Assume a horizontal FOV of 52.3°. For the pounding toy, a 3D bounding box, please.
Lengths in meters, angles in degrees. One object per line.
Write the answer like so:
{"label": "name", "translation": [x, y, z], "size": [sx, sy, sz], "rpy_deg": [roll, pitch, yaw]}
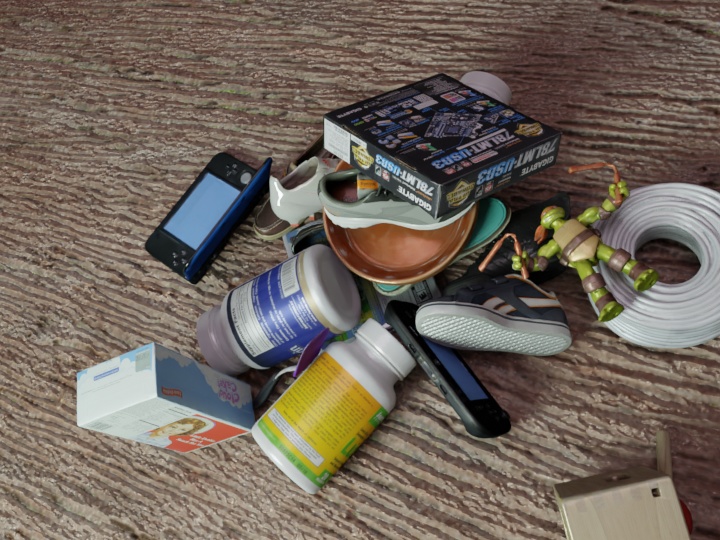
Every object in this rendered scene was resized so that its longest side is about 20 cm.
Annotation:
{"label": "pounding toy", "translation": [0.278, 0.266, 0.725], "size": [0.141, 0.200, 0.186], "rpy_deg": [-15, 76, 9]}

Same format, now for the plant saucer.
{"label": "plant saucer", "translation": [0.050, -0.080, 0.915], "size": [0.198, 0.032, 0.203], "rpy_deg": [-5, 75, 19]}

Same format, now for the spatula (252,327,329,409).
{"label": "spatula", "translation": [-0.091, 0.128, 0.908], "size": [0.021, 0.200, 0.056], "rpy_deg": [48, 45, 2]}

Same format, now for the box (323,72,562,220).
{"label": "box", "translation": [0.091, -0.151, 0.842], "size": [0.199, 0.050, 0.198], "rpy_deg": [-27, 48, -31]}

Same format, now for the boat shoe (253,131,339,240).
{"label": "boat shoe", "translation": [-0.089, -0.134, 1.072], "size": [0.200, 0.072, 0.072], "rpy_deg": [-45, 61, -6]}

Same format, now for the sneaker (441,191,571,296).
{"label": "sneaker", "translation": [0.189, -0.025, 0.948], "size": [0.198, 0.060, 0.105], "rpy_deg": [-21, 55, 7]}

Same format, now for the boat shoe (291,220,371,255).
{"label": "boat shoe", "translation": [0.002, -0.044, 0.973], "size": [0.198, 0.057, 0.069], "rpy_deg": [-10, 106, 18]}

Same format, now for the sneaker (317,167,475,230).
{"label": "sneaker", "translation": [0.042, -0.090, 0.861], "size": [0.198, 0.079, 0.075], "rpy_deg": [-4, 73, 17]}

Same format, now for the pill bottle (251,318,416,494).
{"label": "pill bottle", "translation": [-0.027, 0.159, 0.892], "size": [0.200, 0.111, 0.111], "rpy_deg": [-46, 61, -8]}

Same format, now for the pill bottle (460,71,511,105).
{"label": "pill bottle", "translation": [0.136, -0.167, 1.000], "size": [0.108, 0.109, 0.201], "rpy_deg": [18, 72, 23]}

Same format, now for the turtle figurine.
{"label": "turtle figurine", "translation": [0.250, -0.018, 0.851], "size": [0.199, 0.064, 0.162], "rpy_deg": [-37, 61, 2]}

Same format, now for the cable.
{"label": "cable", "translation": [0.368, -0.009, 0.876], "size": [0.198, 0.069, 0.202], "rpy_deg": [6, 67, 19]}

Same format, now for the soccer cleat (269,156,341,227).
{"label": "soccer cleat", "translation": [-0.034, -0.130, 1.022], "size": [0.199, 0.078, 0.069], "rpy_deg": [-26, 35, -19]}

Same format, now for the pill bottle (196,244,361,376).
{"label": "pill bottle", "translation": [-0.108, 0.058, 0.946], "size": [0.199, 0.115, 0.117], "rpy_deg": [-26, 59, 22]}

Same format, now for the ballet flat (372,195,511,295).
{"label": "ballet flat", "translation": [0.101, -0.034, 0.939], "size": [0.199, 0.062, 0.068], "rpy_deg": [-30, 79, 12]}

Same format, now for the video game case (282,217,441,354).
{"label": "video game case", "translation": [0.000, 0.000, 1.012], "size": [0.181, 0.022, 0.202], "rpy_deg": [-23, 62, 5]}

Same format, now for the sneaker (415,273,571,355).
{"label": "sneaker", "translation": [0.155, 0.049, 0.881], "size": [0.198, 0.079, 0.080], "rpy_deg": [10, 54, -19]}

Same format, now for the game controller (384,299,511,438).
{"label": "game controller", "translation": [0.102, 0.115, 0.873], "size": [0.042, 0.104, 0.201], "rpy_deg": [-42, 65, 9]}

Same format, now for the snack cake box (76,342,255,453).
{"label": "snack cake box", "translation": [-0.230, 0.161, 0.893], "size": [0.114, 0.200, 0.068], "rpy_deg": [-22, 60, 17]}

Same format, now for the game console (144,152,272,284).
{"label": "game console", "translation": [-0.226, -0.093, 1.069], "size": [0.170, 0.119, 0.201], "rpy_deg": [30, 76, 26]}
